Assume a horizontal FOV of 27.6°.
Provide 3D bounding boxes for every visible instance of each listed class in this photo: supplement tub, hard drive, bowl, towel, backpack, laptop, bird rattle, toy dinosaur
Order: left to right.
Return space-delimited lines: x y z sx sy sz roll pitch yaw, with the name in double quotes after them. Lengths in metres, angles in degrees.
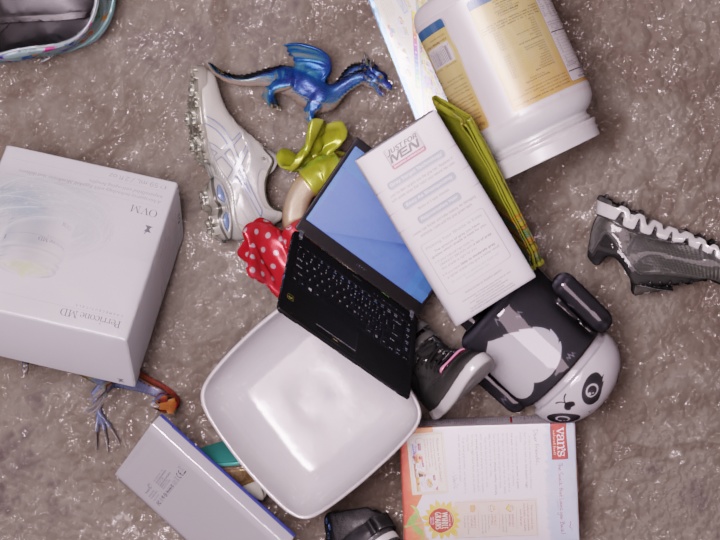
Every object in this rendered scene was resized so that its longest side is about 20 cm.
-0.368 -0.318 1.609 0.198 0.151 0.180 -7 95 12 "backpack"
-0.293 0.105 1.664 0.179 0.105 0.202 4 83 -14 "toy dinosaur"
-0.178 0.264 1.654 0.200 0.025 0.132 42 137 1 "hard drive"
-0.051 0.141 1.589 0.199 0.075 0.200 -41 86 8 "bowl"
-0.039 -0.059 1.590 0.161 0.113 0.202 18 73 -1 "bird rattle"
0.021 -0.003 1.530 0.177 0.201 0.103 35 125 -20 "laptop"
0.132 -0.090 1.539 0.018 0.086 0.201 -36 122 -9 "towel"
0.156 -0.209 1.543 0.144 0.145 0.202 -25 91 5 "supplement tub"

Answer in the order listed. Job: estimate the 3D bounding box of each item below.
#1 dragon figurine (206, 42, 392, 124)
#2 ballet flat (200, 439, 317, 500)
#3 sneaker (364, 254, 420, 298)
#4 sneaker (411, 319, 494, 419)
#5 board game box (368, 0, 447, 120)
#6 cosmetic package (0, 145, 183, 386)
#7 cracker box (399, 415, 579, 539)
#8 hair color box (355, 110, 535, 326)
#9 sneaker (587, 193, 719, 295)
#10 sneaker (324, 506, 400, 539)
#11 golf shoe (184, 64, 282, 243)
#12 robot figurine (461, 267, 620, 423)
-0.065 -0.221 1.636 0.198 0.059 0.100 23 93 -1 "dragon figurine"
-0.098 0.220 1.671 0.198 0.068 0.073 -17 111 1 "ballet flat"
0.000 0.000 1.637 0.199 0.077 0.084 -29 94 4 "sneaker"
0.080 0.099 1.582 0.071 0.200 0.099 -38 84 -16 "sneaker"
0.104 -0.240 1.635 0.133 0.034 0.202 -21 91 5 "board game box"
-0.316 -0.005 1.595 0.197 0.123 0.202 12 63 3 "cosmetic package"
0.145 0.235 1.649 0.198 0.058 0.136 -2 94 5 "cracker box"
0.087 -0.055 1.516 0.098 0.061 0.201 -31 95 3 "hair color box"
0.339 -0.007 1.618 0.198 0.066 0.091 24 98 6 "sneaker"
-0.033 0.339 1.671 0.199 0.073 0.113 -33 64 21 "sneaker"
-0.143 -0.136 1.653 0.096 0.078 0.202 -12 98 -12 "golf shoe"
0.190 0.077 1.601 0.200 0.150 0.125 42 75 1 "robot figurine"
